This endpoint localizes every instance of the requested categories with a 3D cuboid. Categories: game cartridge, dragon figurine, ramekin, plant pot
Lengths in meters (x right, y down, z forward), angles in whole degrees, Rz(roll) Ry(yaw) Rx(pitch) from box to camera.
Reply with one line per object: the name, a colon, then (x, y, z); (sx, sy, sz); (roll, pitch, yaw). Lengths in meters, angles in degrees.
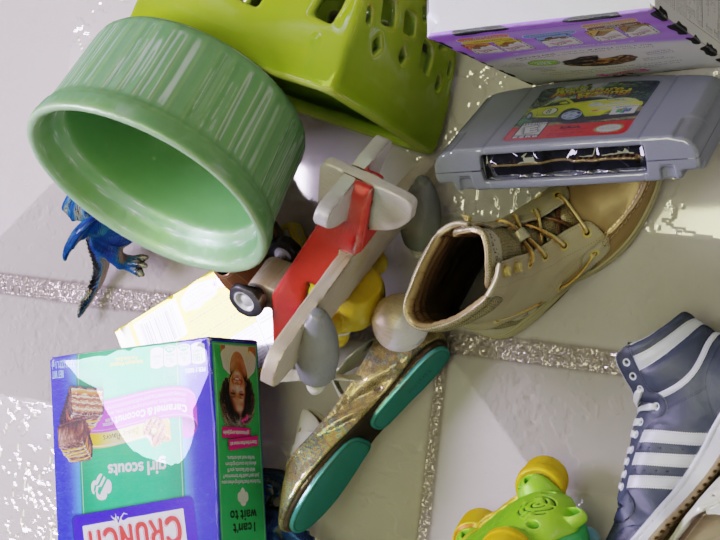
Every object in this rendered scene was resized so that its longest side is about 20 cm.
game cartridge: (0.166, -0.103, 1.302); (0.198, 0.133, 0.041); (-2, 112, 25)
dragon figurine: (-0.219, -0.039, 1.492); (0.200, 0.099, 0.059); (-39, 46, 41)
ramekin: (-0.137, -0.096, 1.313); (0.198, 0.201, 0.098); (15, 63, 27)
dragon figurine: (-0.083, 0.194, 1.454); (0.198, 0.059, 0.101); (-2, 87, 28)
plant pot: (-0.028, -0.220, 1.375); (0.198, 0.200, 0.183); (20, 87, 27)

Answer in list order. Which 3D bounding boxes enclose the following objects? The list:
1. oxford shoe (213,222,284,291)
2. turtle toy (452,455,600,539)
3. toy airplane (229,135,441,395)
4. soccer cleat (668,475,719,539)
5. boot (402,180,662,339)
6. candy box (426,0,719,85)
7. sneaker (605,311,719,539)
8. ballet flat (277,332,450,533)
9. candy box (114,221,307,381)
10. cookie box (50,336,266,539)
oxford shoe: (-0.116, -0.066, 1.467); (0.071, 0.071, 0.201); (-38, 55, 20)
turtle toy: (0.105, 0.239, 1.321); (0.101, 0.146, 0.200); (44, 122, -1)
toy airplane: (0.000, 0.000, 1.333); (0.141, 0.199, 0.200); (39, 94, 0)
soccer cleat: (0.284, 0.158, 1.256); (0.069, 0.077, 0.201); (42, 105, 22)
boot: (0.127, -0.026, 1.302); (0.200, 0.155, 0.073); (-43, 70, 19)
candy box: (0.162, -0.190, 1.268); (0.166, 0.200, 0.072); (-3, 84, 27)
sneaker: (0.212, 0.125, 1.299); (0.108, 0.070, 0.201); (39, 100, 21)
ballet flat: (-0.010, 0.116, 1.407); (0.071, 0.071, 0.200); (40, 91, 23)
candy box: (-0.113, 0.051, 1.495); (0.199, 0.026, 0.103); (-30, 74, 23)
cookie box: (-0.163, 0.163, 1.427); (0.170, 0.075, 0.202); (-8, 82, 31)
